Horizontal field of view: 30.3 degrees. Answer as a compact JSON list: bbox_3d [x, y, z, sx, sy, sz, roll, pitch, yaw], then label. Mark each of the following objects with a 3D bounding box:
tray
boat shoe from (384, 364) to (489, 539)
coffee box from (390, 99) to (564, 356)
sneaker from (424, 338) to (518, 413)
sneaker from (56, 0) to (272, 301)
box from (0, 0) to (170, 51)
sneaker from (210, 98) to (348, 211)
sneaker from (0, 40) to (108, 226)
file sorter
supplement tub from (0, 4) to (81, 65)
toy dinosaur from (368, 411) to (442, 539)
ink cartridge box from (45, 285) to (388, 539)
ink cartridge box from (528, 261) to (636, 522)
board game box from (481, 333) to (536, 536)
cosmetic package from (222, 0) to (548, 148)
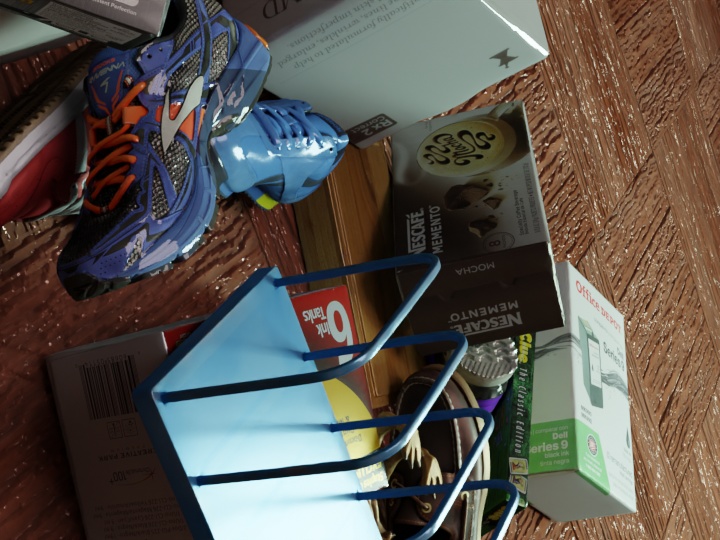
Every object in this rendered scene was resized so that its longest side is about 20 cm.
[{"bbox_3d":[0.000,0.000,0.989,0.098,0.037,0.202,-5,82,-61],"label":"tray"},{"bbox_3d":[0.051,0.171,0.952,0.070,0.070,0.202,-15,102,-54],"label":"boat shoe"},{"bbox_3d":[0.086,-0.037,1.018,0.201,0.112,0.080,-89,165,-53],"label":"coffee box"},{"bbox_3d":[0.072,0.053,1.072,0.201,0.069,0.100,-95,-167,-54],"label":"sneaker"},{"bbox_3d":[-0.109,-0.068,0.651,0.078,0.075,0.201,48,39,-33],"label":"sneaker"},{"bbox_3d":[-0.157,-0.194,0.522,0.199,0.048,0.160,17,84,-26],"label":"box"},{"bbox_3d":[-0.056,-0.084,0.820,0.066,0.078,0.200,65,9,7],"label":"sneaker"},{"bbox_3d":[-0.146,-0.043,0.707,0.113,0.071,0.200,60,30,-21],"label":"sneaker"},{"bbox_3d":[0.001,0.108,0.682,0.139,0.122,0.201,-49,123,-56],"label":"file sorter"},{"bbox_3d":[-0.195,-0.194,0.609,0.140,0.139,0.201,-35,109,-60],"label":"supplement tub"},{"bbox_3d":[-0.005,0.114,0.881,0.060,0.105,0.202,21,67,-61],"label":"toy dinosaur"},{"bbox_3d":[-0.069,0.111,0.768,0.200,0.083,0.177,-15,92,-62],"label":"ink cartridge box"},{"bbox_3d":[0.186,0.113,1.225,0.146,0.084,0.202,37,47,-50],"label":"ink cartridge box"},{"bbox_3d":[0.104,0.113,1.067,0.023,0.105,0.201,21,54,-18],"label":"board game box"},{"bbox_3d":[0.009,-0.227,0.933,0.165,0.164,0.201,26,47,-50],"label":"cosmetic package"}]
